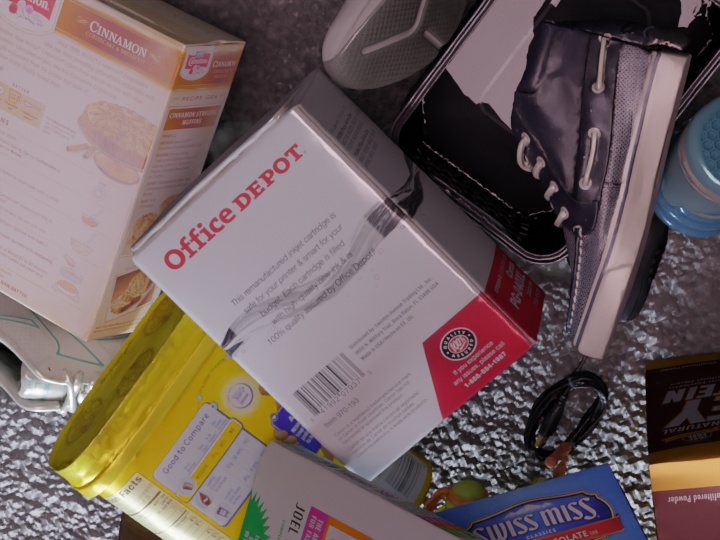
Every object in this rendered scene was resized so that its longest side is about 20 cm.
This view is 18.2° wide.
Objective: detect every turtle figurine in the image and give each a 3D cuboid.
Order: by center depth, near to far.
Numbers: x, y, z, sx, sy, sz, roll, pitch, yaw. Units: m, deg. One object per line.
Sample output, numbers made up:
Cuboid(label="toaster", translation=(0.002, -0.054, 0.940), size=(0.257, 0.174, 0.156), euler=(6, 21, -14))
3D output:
Cuboid(label="turtle figurine", translation=(0.055, 0.192, 1.449), size=(0.064, 0.200, 0.161), euler=(31, 133, 27))

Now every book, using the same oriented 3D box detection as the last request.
Cuboid(label="book", translation=(-0.005, 0.189, 1.287), size=(0.048, 0.200, 0.134), euler=(13, 94, -37))

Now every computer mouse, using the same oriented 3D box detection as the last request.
Cuboid(label="computer mouse", translation=(0.149, 0.037, 1.451), size=(0.059, 0.034, 0.200), euler=(17, 107, 1))

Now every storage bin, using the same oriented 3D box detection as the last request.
Cuboid(label="storage bin", translation=(0.124, -0.121, 1.380), size=(0.135, 0.094, 0.200), euler=(36, 106, -3))

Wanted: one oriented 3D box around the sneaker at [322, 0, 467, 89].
Cuboid(label="sneaker", translation=(0.031, -0.189, 1.350), size=(0.080, 0.070, 0.200), euler=(23, 65, 31))

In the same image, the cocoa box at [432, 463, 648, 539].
Cuboid(label="cocoa box", translation=(0.103, 0.233, 1.342), size=(0.133, 0.131, 0.200), euler=(-14, 144, -13))

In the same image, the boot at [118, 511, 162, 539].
Cuboid(label="boot", translation=(-0.069, 0.169, 1.493), size=(0.200, 0.075, 0.097), euler=(-5, 107, 10))

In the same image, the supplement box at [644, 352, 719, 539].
Cuboid(label="supplement box", translation=(0.252, 0.169, 1.387), size=(0.133, 0.200, 0.197), euler=(-6, 105, 8))

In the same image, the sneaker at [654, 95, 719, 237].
Cuboid(label="sneaker", translation=(0.257, -0.088, 1.387), size=(0.200, 0.131, 0.080), euler=(-25, 82, -22))

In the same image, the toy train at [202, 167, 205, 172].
Cuboid(label="toy train", translation=(-0.100, -0.033, 1.449), size=(0.046, 0.034, 0.200), euler=(-14, 99, 42))

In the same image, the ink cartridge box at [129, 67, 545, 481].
Cuboid(label="ink cartridge box", translation=(-0.012, 0.002, 1.325), size=(0.200, 0.083, 0.145), euler=(45, 114, -10))

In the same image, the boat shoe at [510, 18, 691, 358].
Cuboid(label="boat shoe", translation=(0.127, -0.054, 1.319), size=(0.093, 0.075, 0.200), euler=(15, 99, 10))

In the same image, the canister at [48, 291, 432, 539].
Cuboid(label="canister", translation=(-0.071, 0.121, 1.407), size=(0.200, 0.087, 0.149), euler=(38, 82, -17))

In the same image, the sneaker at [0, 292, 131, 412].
Cuboid(label="sneaker", translation=(-0.181, 0.068, 1.463), size=(0.200, 0.080, 0.070), euler=(20, 122, 2))

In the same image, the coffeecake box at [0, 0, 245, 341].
Cuboid(label="coffeecake box", translation=(-0.180, -0.081, 1.412), size=(0.153, 0.073, 0.200), euler=(28, 109, 23))
